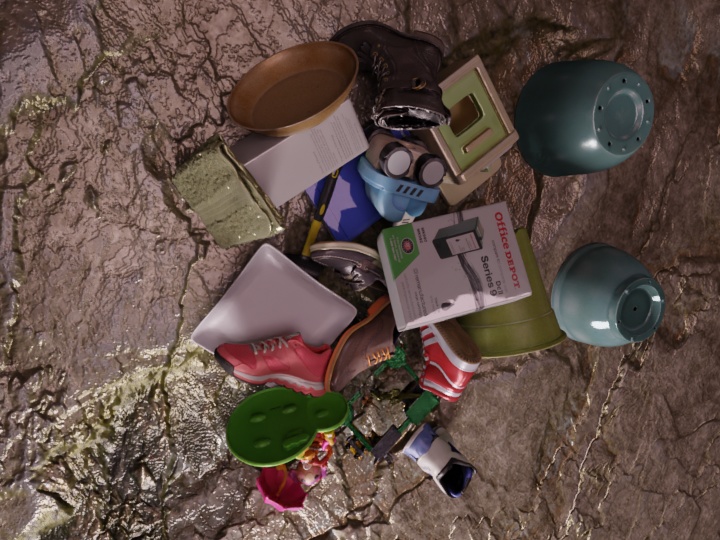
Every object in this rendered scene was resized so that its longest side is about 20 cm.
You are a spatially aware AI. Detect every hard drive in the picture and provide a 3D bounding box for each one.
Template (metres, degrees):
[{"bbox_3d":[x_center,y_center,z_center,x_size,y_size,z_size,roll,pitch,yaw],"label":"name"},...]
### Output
[{"bbox_3d":[0.010,-0.151,0.875,0.198,0.025,0.133,-37,110,-8],"label":"hard drive"}]

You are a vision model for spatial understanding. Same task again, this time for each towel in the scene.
[{"bbox_3d":[-0.190,-0.099,0.735,0.037,0.198,0.150,-45,111,-29],"label":"towel"}]

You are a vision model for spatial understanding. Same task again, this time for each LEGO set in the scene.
[{"bbox_3d":[0.047,0.235,0.944,0.152,0.116,0.202,37,85,8],"label":"LEGO set"}]

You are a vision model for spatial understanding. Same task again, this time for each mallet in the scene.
[{"bbox_3d":[-0.062,-0.069,0.842,0.065,0.041,0.203,22,106,-20],"label":"mallet"}]

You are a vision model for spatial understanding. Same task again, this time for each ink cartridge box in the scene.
[{"bbox_3d":[0.136,-0.006,0.796,0.194,0.084,0.150,-14,82,-7],"label":"ink cartridge box"}]

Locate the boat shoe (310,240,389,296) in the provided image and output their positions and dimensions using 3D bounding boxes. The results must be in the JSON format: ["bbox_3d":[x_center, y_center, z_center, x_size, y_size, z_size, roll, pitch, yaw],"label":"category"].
[{"bbox_3d":[0.000,0.000,0.849,0.197,0.071,0.067,16,75,-46],"label":"boat shoe"}]

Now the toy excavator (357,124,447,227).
[{"bbox_3d":[0.067,-0.104,0.851,0.190,0.101,0.204,9,119,-29],"label":"toy excavator"}]

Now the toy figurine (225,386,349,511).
[{"bbox_3d":[-0.107,0.308,0.877,0.195,0.151,0.188,-13,124,-13],"label":"toy figurine"}]

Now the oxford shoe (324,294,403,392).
[{"bbox_3d":[0.016,0.125,0.869,0.201,0.072,0.072,-49,149,-27],"label":"oxford shoe"}]

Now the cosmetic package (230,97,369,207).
[{"bbox_3d":[-0.100,-0.177,0.784,0.198,0.108,0.086,-34,125,-7],"label":"cosmetic package"}]

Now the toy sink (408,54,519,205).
[{"bbox_3d":[0.168,-0.218,0.867,0.129,0.112,0.202,-36,110,-7],"label":"toy sink"}]

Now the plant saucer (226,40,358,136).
[{"bbox_3d":[-0.092,-0.251,0.749,0.198,0.201,0.036,-34,139,-8],"label":"plant saucer"}]

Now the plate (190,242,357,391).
[{"bbox_3d":[-0.136,0.080,0.852,0.199,0.032,0.200,36,101,-25],"label":"plate"}]

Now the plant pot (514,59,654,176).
[{"bbox_3d":[0.392,-0.261,0.906,0.195,0.161,0.207,-4,102,-18],"label":"plant pot"}]

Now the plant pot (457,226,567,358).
[{"bbox_3d":[0.240,0.030,0.920,0.195,0.200,0.196,-11,92,-15],"label":"plant pot"}]

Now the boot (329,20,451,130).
[{"bbox_3d":[0.037,-0.275,0.763,0.194,0.178,0.070,5,146,7],"label":"boot"}]

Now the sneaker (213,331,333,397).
[{"bbox_3d":[-0.129,0.130,0.830,0.196,0.074,0.089,18,100,-28],"label":"sneaker"}]

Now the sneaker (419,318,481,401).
[{"bbox_3d":[0.127,0.126,0.898,0.069,0.202,0.115,4,123,-21],"label":"sneaker"}]

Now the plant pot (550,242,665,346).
[{"bbox_3d":[0.490,0.059,1.020,0.195,0.134,0.207,-4,103,-18],"label":"plant pot"}]

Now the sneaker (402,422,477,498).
[{"bbox_3d":[0.145,0.340,0.930,0.081,0.115,0.199,-47,154,-1],"label":"sneaker"}]
